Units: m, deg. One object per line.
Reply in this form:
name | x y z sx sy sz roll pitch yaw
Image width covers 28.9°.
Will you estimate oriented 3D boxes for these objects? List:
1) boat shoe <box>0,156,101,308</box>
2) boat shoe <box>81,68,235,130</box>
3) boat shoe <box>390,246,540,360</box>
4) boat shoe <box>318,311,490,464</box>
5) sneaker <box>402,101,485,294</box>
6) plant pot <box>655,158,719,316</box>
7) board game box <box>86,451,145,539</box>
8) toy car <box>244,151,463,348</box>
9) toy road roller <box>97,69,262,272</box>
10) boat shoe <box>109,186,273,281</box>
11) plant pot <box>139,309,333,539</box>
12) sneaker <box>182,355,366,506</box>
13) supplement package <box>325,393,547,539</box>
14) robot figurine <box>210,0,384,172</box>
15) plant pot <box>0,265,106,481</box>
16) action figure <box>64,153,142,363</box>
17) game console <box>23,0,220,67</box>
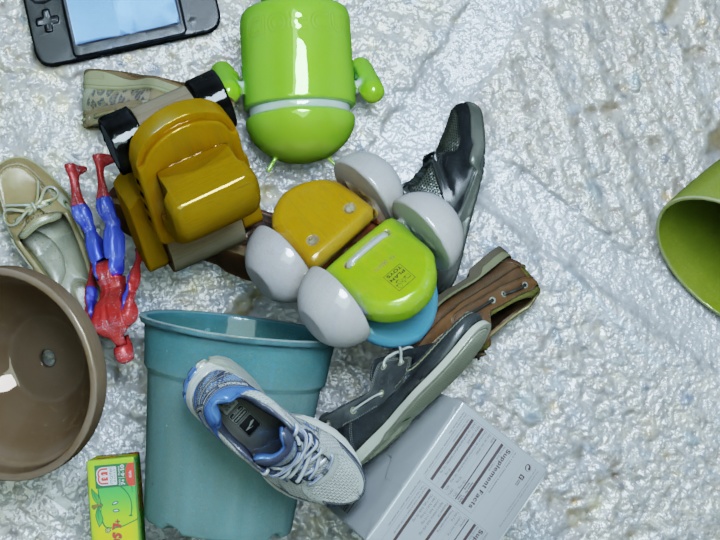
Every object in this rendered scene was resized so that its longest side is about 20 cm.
boat shoe | -0.310 -0.026 1.408 0.072 0.063 0.203 -26 89 -7
boat shoe | -0.203 -0.160 1.392 0.073 0.198 0.064 7 95 -49
boat shoe | 0.106 0.056 1.414 0.068 0.072 0.200 40 65 16
boat shoe | 0.039 0.102 1.296 0.200 0.072 0.068 -45 72 24
sneaker | 0.063 -0.086 1.447 0.113 0.076 0.202 16 89 -11
plant pot | 0.439 -0.070 1.451 0.187 0.187 0.200 44 67 -1
board game box | -0.235 0.284 1.372 0.047 0.102 0.203 -4 86 -7
toy car | 0.000 0.000 1.348 0.175 0.151 0.199 -39 50 -18
toy road roller | -0.150 -0.067 1.276 0.122 0.202 0.146 -24 47 -13
boat shoe | -0.162 -0.049 1.425 0.198 0.071 0.071 21 64 0
plant pot | -0.128 0.150 1.358 0.197 0.200 0.199 7 92 -5
sneaker | -0.072 0.159 1.240 0.199 0.085 0.077 35 91 -21
supplement package | 0.064 0.210 1.354 0.110 0.200 0.157 38 83 -12
robot figurine | -0.064 -0.201 1.423 0.173 0.116 0.203 -3 86 -13
plant pot | -0.322 0.093 1.344 0.198 0.093 0.204 2 97 18
action figure | -0.246 -0.009 1.367 0.065 0.052 0.203 -13 81 22
game console | -0.252 -0.318 1.411 0.197 0.119 0.175 -13 87 -7
